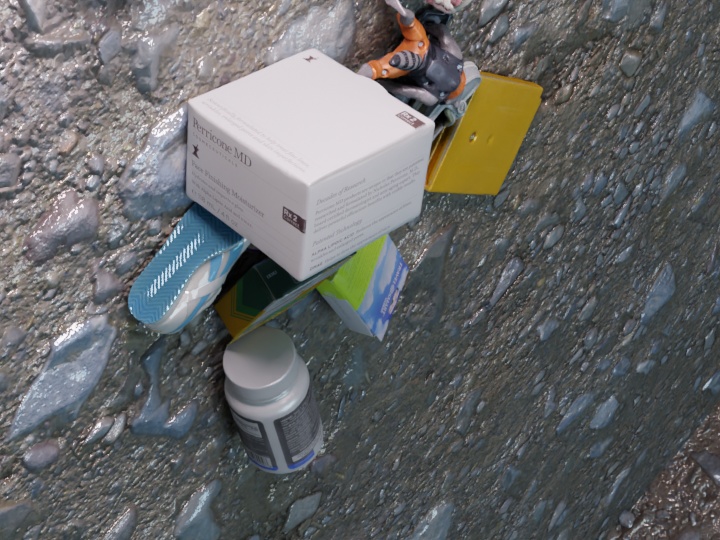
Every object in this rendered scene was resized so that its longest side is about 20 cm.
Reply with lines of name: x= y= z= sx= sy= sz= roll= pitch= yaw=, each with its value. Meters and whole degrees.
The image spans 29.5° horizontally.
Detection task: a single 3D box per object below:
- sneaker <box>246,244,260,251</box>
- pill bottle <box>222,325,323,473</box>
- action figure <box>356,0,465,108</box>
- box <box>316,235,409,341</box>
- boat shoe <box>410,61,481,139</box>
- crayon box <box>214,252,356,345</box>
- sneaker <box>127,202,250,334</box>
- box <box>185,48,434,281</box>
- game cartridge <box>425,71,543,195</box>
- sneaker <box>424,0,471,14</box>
sneaker: x=-0.070 y=-0.061 z=1.670 sx=0.199 sy=0.081 sz=0.084 roll=-25 pitch=151 yaw=-37
pill bottle: x=-0.116 y=0.169 z=1.787 sx=0.114 sy=0.113 sz=0.201 roll=-41 pitch=147 yaw=-22
action figure: x=0.057 y=-0.229 z=1.661 sx=0.192 sy=0.104 sz=0.202 roll=14 pitch=108 yaw=-49
box: x=0.000 y=0.000 z=1.821 sx=0.123 sy=0.047 sz=0.200 roll=-68 pitch=153 yaw=-18
boat shoe: x=0.090 y=-0.188 z=1.766 sx=0.202 sy=0.065 sz=0.075 roll=-44 pitch=163 yaw=-17
crayon box: x=-0.099 y=0.017 z=1.652 sx=0.125 sy=0.052 sz=0.200 roll=-31 pitch=175 yaw=-29
sneaker: x=-0.180 y=-0.013 z=1.567 sx=0.200 sy=0.076 sz=0.081 roll=-46 pitch=158 yaw=-5
box: x=-0.058 y=-0.122 z=1.499 sx=0.199 sy=0.198 sz=0.132 roll=-29 pitch=140 yaw=-37
game cartridge: x=0.172 y=-0.192 z=1.934 sx=0.199 sy=0.032 sz=0.178 roll=-2 pitch=121 yaw=-57
sneaker: x=0.068 y=-0.351 z=1.552 sx=0.199 sy=0.104 sz=0.076 roll=8 pitch=115 yaw=-56
